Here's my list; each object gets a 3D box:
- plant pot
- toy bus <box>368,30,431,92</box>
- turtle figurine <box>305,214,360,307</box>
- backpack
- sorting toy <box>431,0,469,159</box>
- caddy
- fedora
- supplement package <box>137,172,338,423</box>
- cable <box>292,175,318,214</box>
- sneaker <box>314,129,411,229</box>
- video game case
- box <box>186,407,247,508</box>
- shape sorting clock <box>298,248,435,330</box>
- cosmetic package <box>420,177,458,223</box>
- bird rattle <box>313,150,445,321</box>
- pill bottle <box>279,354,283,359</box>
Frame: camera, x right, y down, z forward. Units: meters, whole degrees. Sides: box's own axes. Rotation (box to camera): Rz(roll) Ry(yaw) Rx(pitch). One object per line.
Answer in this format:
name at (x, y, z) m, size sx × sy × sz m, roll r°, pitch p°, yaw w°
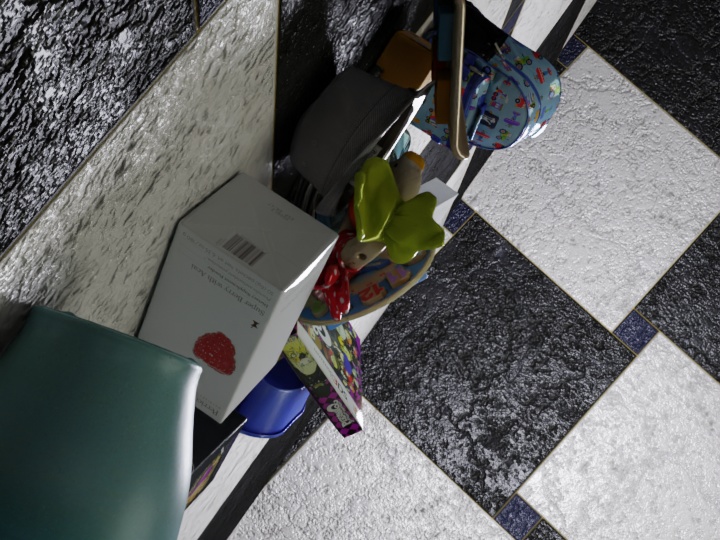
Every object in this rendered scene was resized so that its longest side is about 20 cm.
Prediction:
plant pot at (-0.211, 0.133, 0.824) m, size 0.200 × 0.200 × 0.188 m, roll 80°, pitch 29°, yaw -80°
toy bus at (0.025, -0.195, 1.396) m, size 0.200 × 0.065 × 0.078 m, roll -59°, pitch 174°, yaw 19°
turtle figurine at (-0.081, 0.004, 1.325) m, size 0.200 × 0.101 × 0.150 m, roll -53°, pitch 148°, yaw -7°
backpack at (0.169, -0.247, 1.576) m, size 0.135 × 0.200 × 0.183 m, roll -51°, pitch 172°, yaw -38°
sorting toy at (0.095, -0.248, 1.246) m, size 0.185 × 0.036 × 0.200 m, roll -89°, pitch 174°, yaw -56°
caddy at (-0.140, 0.151, 1.511) m, size 0.105 × 0.141 × 0.200 m, roll -60°, pitch 171°, yaw 21°
fedora at (-0.012, -0.153, 1.222) m, size 0.177 × 0.090 × 0.200 m, roll -50°, pitch 176°, yaw -35°
supplement package at (-0.129, 0.029, 1.122) m, size 0.120 × 0.121 × 0.200 m, roll -49°, pitch 169°, yaw -50°
cable at (-0.092, -0.050, 1.415) m, size 0.097 × 0.050 × 0.200 m, roll -48°, pitch 158°, yaw -37°
sneaker at (0.028, -0.109, 1.471) m, size 0.200 × 0.095 × 0.079 m, roll -59°, pitch 137°, yaw -26°
video game case at (-0.052, 0.094, 1.506) m, size 0.036 × 0.181 × 0.200 m, roll -24°, pitch -150°, yaw 14°
box at (-0.231, 0.204, 1.212) m, size 0.106 × 0.122 × 0.200 m, roll -61°, pitch 172°, yaw 26°
shape sorting clock at (0.000, 0.000, 1.404) m, size 0.200 × 0.200 × 0.039 m, roll -52°, pitch 128°, yaw -34°
cosmetic package at (0.077, -0.080, 1.705) m, size 0.083 × 0.051 × 0.200 m, roll -56°, pitch 168°, yaw 26°
bird rattle at (0.014, -0.042, 1.203) m, size 0.200 × 0.113 × 0.163 m, roll -51°, pitch -167°, yaw 48°
pill bottle at (-0.096, 0.096, 1.717) m, size 0.104 × 0.104 × 0.200 m, roll -47°, pitch 168°, yaw -52°
